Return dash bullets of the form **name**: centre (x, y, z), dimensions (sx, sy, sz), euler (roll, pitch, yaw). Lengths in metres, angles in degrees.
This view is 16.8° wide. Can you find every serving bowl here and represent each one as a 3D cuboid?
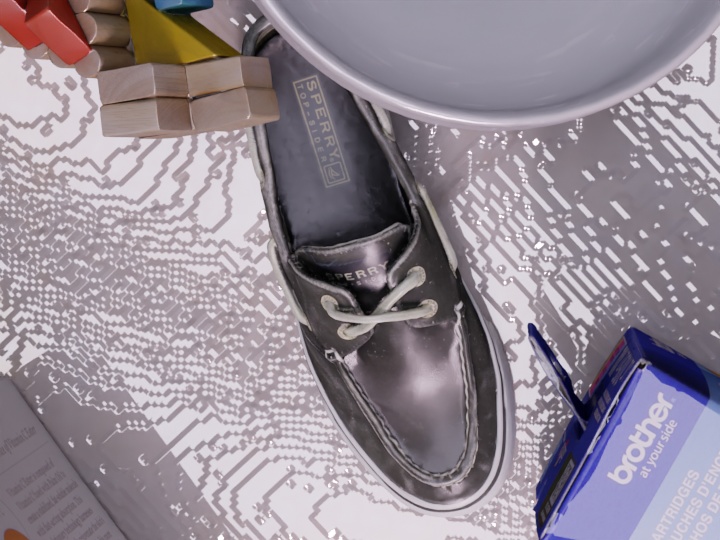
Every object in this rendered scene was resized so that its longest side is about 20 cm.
- **serving bowl**: centre (0.041, -0.141, 0.861), dimensions (0.200, 0.066, 0.200), euler (2, 80, -9)

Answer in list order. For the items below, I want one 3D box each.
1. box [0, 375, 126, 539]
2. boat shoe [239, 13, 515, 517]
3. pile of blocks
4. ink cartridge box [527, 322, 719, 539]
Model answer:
- **box**: centre (-0.127, 0.155, 0.870), dimensions (0.106, 0.152, 0.200), euler (-36, 90, 8)
- **boat shoe**: centre (0.000, 0.000, 0.890), dimensions (0.071, 0.064, 0.200), euler (-22, 93, 7)
- **pile of blocks**: centre (-0.115, -0.112, 0.863), dimensions (0.200, 0.062, 0.082), euler (32, 105, 20)
- **ink cartridge box**: centre (0.136, 0.087, 0.849), dimensions (0.200, 0.136, 0.076), euler (28, 95, 2)
